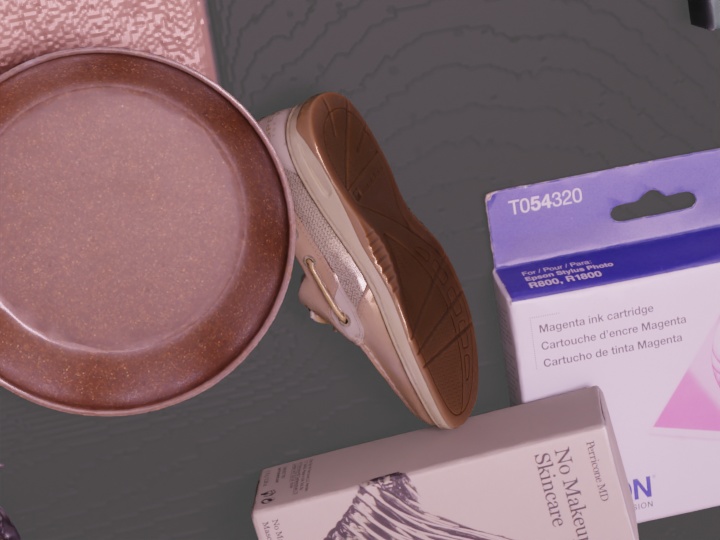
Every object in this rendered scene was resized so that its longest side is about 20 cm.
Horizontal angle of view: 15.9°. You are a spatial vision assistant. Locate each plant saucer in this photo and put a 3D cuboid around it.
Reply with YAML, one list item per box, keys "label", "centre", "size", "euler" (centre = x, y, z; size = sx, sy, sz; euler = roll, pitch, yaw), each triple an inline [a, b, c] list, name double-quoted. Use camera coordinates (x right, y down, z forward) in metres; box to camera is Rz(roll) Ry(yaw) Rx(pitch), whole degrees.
- label: "plant saucer"
  centre: [-0.135, -0.023, 1.360]
  size: [0.200, 0.037, 0.201]
  euler: [-1, 106, -4]

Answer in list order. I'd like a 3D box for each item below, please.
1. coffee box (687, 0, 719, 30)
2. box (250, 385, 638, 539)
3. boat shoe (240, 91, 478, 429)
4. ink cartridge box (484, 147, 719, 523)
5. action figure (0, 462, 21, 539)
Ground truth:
- label: "coffee box"
  centre: [0.270, -0.213, 1.412]
  size: [0.199, 0.044, 0.123]
  euler: [-12, 104, -10]
- label: "box"
  centre: [0.046, 0.131, 1.404]
  size: [0.199, 0.068, 0.082]
  euler: [-16, 104, 7]
- label: "boat shoe"
  centre: [0.000, 0.000, 1.396]
  size: [0.065, 0.072, 0.200]
  euler: [-17, 111, 33]
- label: "ink cartridge box"
  centre: [0.178, 0.038, 1.451]
  size: [0.196, 0.043, 0.201]
  euler: [-12, 106, -9]
- label: "action figure"
  centre: [-0.218, 0.178, 1.366]
  size: [0.119, 0.102, 0.200]
  euler: [-26, 108, 6]
